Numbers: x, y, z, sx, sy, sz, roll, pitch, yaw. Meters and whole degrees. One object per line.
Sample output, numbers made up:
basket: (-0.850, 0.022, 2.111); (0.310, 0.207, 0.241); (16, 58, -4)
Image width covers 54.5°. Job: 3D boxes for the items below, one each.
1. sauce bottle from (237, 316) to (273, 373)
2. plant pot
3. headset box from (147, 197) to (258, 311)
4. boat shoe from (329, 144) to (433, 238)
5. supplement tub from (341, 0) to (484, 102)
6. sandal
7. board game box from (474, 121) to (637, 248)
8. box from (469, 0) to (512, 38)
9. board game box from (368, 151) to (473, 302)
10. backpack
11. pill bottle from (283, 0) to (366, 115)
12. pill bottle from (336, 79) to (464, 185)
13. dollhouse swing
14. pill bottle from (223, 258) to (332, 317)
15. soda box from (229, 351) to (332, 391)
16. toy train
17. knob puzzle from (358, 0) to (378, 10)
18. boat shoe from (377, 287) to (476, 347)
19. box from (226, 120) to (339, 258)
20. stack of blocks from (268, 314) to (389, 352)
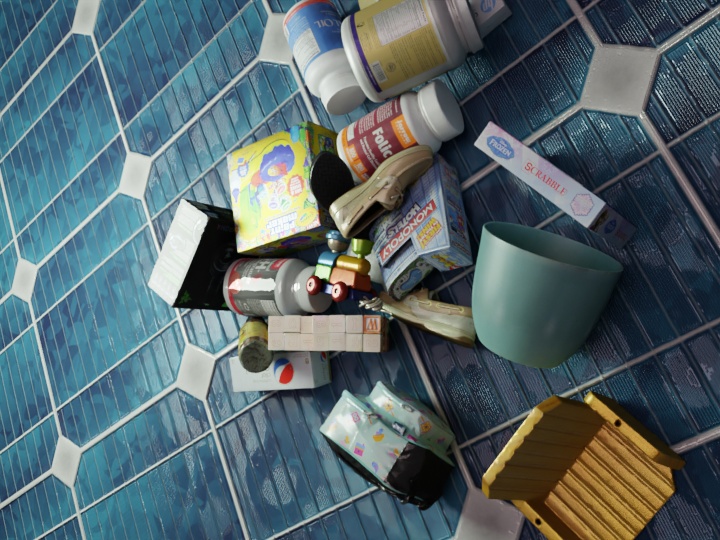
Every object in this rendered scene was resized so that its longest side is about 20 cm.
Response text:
sauce bottle: (-0.193, 0.128, 1.291); (0.064, 0.200, 0.066); (-2, 101, -8)
plant pot: (0.248, 0.039, 0.997); (0.199, 0.199, 0.163); (26, 110, 32)
headset box: (-0.298, -0.019, 1.371); (0.092, 0.173, 0.202); (32, 102, 32)
boat shoe: (0.044, -0.126, 1.142); (0.199, 0.071, 0.065); (-36, 65, 15)
supplement tub: (0.083, -0.372, 1.114); (0.198, 0.145, 0.147); (-20, 74, 17)
sandal: (-0.035, -0.124, 1.205); (0.075, 0.201, 0.048); (-39, 40, -5)
board game box: (0.278, -0.117, 0.983); (0.199, 0.199, 0.041); (44, 106, 28)
box: (0.148, -0.471, 1.201); (0.155, 0.041, 0.202); (-33, 69, 27)
board game box: (0.097, -0.055, 1.132); (0.200, 0.061, 0.201); (-44, 37, 22)
backpack: (0.042, 0.267, 1.119); (0.198, 0.176, 0.155); (19, 79, 34)
pill bottle: (-0.061, -0.392, 1.290); (0.112, 0.112, 0.202); (-33, 69, 26)
pill bottle: (0.068, -0.231, 1.185); (0.198, 0.114, 0.116); (-25, 72, 30)
dollhouse swing: (0.297, 0.287, 0.943); (0.182, 0.175, 0.201); (42, 107, 29)
pill bottle: (-0.151, 0.033, 1.306); (0.198, 0.110, 0.113); (1, 86, 33)
soda box: (-0.151, 0.186, 1.315); (0.198, 0.063, 0.069); (-9, 88, 33)
toy train: (0.000, 0.000, 1.161); (0.199, 0.084, 0.118); (11, 89, 48)
knob puzzle: (0.070, -0.517, 1.216); (0.217, 0.030, 0.224); (-3, 86, 36)
boat shoe: (0.111, 0.066, 1.159); (0.198, 0.074, 0.067); (20, 81, 34)
box: (-0.128, -0.143, 1.303); (0.198, 0.121, 0.196); (-16, 78, 31)
stack of blocks: (-0.055, 0.107, 1.190); (0.197, 0.115, 0.060); (0, 84, 10)
